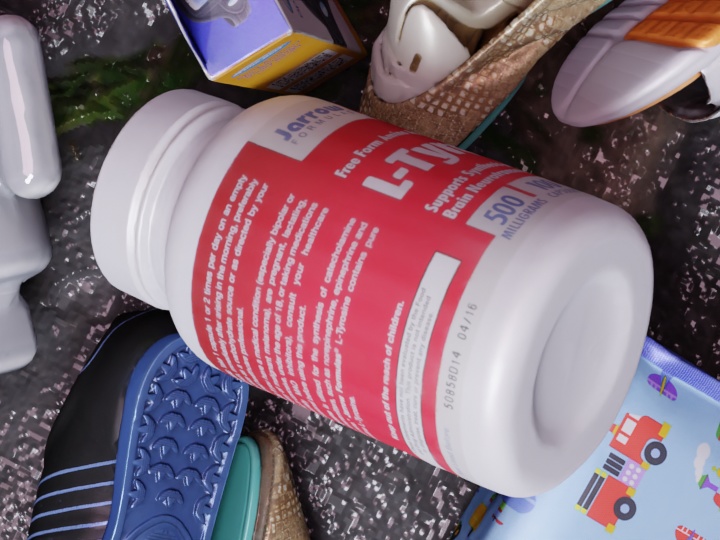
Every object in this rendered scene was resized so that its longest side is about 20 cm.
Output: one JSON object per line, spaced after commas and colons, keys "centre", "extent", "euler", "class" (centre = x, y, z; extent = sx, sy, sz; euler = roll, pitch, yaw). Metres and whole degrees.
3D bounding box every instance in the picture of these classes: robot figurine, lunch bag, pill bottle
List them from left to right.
{"centre": [-0.194, -0.049, 0.985], "extent": [0.169, 0.113, 0.202], "euler": [-16, 89, 24], "class": "robot figurine"}
{"centre": [0.000, 0.000, 0.906], "extent": [0.199, 0.112, 0.113], "euler": [21, 94, 30], "class": "pill bottle"}
{"centre": [0.143, 0.130, 0.966], "extent": [0.199, 0.094, 0.151], "euler": [31, 92, -4], "class": "lunch bag"}

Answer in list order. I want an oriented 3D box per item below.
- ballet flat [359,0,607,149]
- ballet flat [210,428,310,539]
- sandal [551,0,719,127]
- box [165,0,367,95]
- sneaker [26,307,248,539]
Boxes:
{"centre": [0.053, -0.111, 0.953], "extent": [0.200, 0.071, 0.065], "euler": [-44, 125, 17], "class": "ballet flat"}
{"centre": [-0.047, 0.167, 1.004], "extent": [0.065, 0.070, 0.202], "euler": [14, 96, -19], "class": "ballet flat"}
{"centre": [0.171, -0.108, 0.956], "extent": [0.206, 0.079, 0.059], "euler": [-37, 114, -5], "class": "sandal"}
{"centre": [-0.054, -0.129, 0.921], "extent": [0.041, 0.200, 0.120], "euler": [-29, 88, 7], "class": "box"}
{"centre": [-0.104, 0.113, 0.995], "extent": [0.070, 0.078, 0.201], "euler": [21, 91, -28], "class": "sneaker"}
